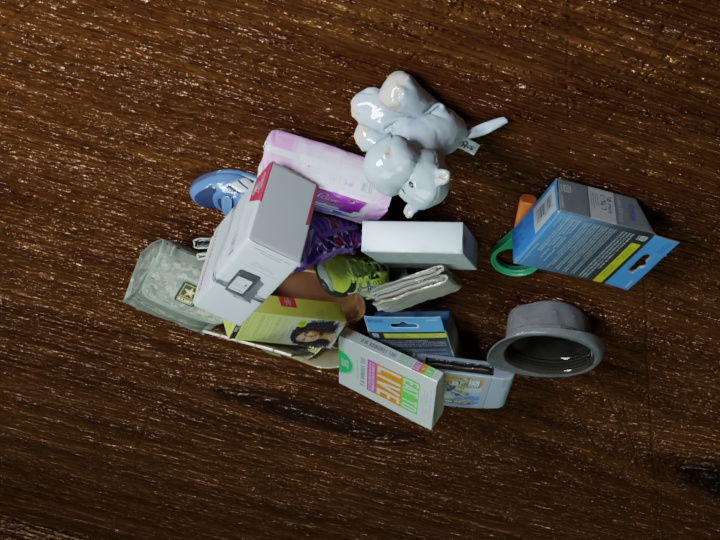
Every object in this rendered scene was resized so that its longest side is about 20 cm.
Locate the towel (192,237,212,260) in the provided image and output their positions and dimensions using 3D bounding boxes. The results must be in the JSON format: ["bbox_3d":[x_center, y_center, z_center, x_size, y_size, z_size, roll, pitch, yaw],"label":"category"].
[{"bbox_3d":[-0.152,-0.028,1.720,0.191,0.035,0.200,0,175,17],"label":"towel"}]

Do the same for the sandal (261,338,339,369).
[{"bbox_3d":[-0.103,0.131,1.986,0.210,0.078,0.070,6,153,18],"label":"sandal"}]

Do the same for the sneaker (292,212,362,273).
[{"bbox_3d":[-0.043,-0.051,1.595,0.083,0.200,0.081,16,120,27],"label":"sneaker"}]

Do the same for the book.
[{"bbox_3d":[0.054,0.189,1.899,0.199,0.048,0.134,23,141,21],"label":"book"}]

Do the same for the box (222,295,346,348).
[{"bbox_3d":[-0.128,0.085,1.808,0.199,0.050,0.075,7,131,-28],"label":"box"}]

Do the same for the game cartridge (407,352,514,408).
[{"bbox_3d":[0.174,0.205,1.937,0.199,0.042,0.134,6,142,2],"label":"game cartridge"}]

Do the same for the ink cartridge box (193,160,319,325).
[{"bbox_3d":[-0.150,-0.034,1.501,0.083,0.146,0.200,25,141,-18],"label":"ink cartridge box"}]

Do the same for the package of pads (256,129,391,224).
[{"bbox_3d":[-0.052,-0.133,1.549,0.199,0.076,0.121,17,166,-6],"label":"package of pads"}]

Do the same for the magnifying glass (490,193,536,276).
[{"bbox_3d":[0.249,-0.052,1.651,0.079,0.023,0.200,8,149,5],"label":"magnifying glass"}]

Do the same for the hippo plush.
[{"bbox_3d":[0.067,-0.147,1.429,0.199,0.162,0.159,24,145,-18],"label":"hippo plush"}]

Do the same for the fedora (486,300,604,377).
[{"bbox_3d":[0.316,0.110,1.809,0.199,0.091,0.177,5,149,-2],"label":"fedora"}]

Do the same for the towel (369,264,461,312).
[{"bbox_3d":[0.092,0.033,1.710,0.132,0.035,0.200,-18,171,11],"label":"towel"}]

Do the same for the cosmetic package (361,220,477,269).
[{"bbox_3d":[0.094,-0.037,1.612,0.150,0.052,0.200,-1,173,12],"label":"cosmetic package"}]

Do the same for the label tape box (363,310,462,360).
[{"bbox_3d":[0.098,0.116,1.911,0.142,0.066,0.200,-1,143,17],"label":"label tape box"}]

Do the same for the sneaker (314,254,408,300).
[{"bbox_3d":[0.000,0.000,1.730,0.076,0.076,0.199,-30,161,31],"label":"sneaker"}]

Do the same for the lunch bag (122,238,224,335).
[{"bbox_3d":[-0.299,0.023,1.824,0.163,0.118,0.200,23,156,-18],"label":"lunch bag"}]

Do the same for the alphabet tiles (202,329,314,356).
[{"bbox_3d":[-0.167,0.128,1.878,0.166,0.008,0.200,14,180,15],"label":"alphabet tiles"}]

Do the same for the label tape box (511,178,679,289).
[{"bbox_3d":[0.344,-0.051,1.570,0.199,0.064,0.144,12,146,-16],"label":"label tape box"}]

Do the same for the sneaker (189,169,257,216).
[{"bbox_3d":[-0.175,-0.102,1.648,0.199,0.083,0.074,8,149,9],"label":"sneaker"}]

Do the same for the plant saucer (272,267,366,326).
[{"bbox_3d":[-0.086,0.039,1.875,0.199,0.038,0.201,7,148,4],"label":"plant saucer"}]
